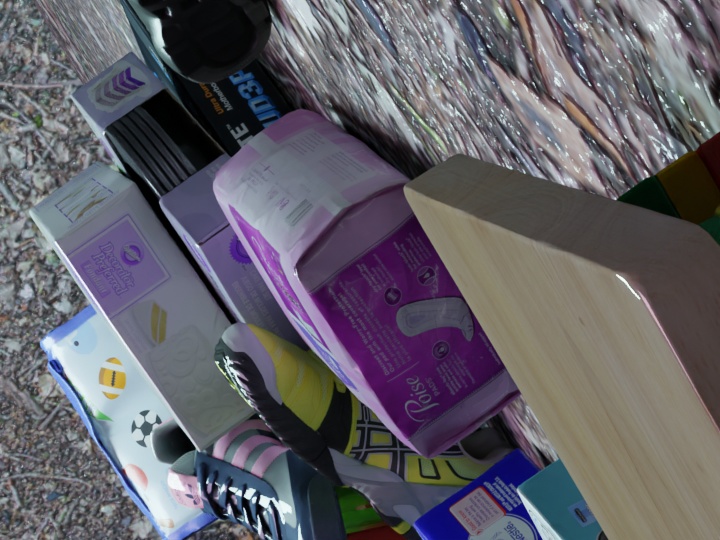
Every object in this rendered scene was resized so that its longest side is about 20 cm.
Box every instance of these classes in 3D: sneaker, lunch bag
[{"bbox_3d":[-0.064,0.129,1.301,0.200,0.082,0.070,-139,39,-66],"label":"sneaker"},{"bbox_3d":[0.002,0.076,1.214,0.200,0.076,0.075,38,-176,-36],"label":"sneaker"},{"bbox_3d":[-0.104,-0.167,1.071,0.079,0.075,0.200,56,174,31],"label":"sneaker"},{"bbox_3d":[-0.087,0.063,1.491,0.170,0.200,0.124,56,174,4],"label":"lunch bag"}]

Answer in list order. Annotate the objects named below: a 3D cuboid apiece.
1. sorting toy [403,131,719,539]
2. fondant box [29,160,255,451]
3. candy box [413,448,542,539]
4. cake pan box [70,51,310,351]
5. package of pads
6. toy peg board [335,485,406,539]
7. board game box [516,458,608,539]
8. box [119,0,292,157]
[{"bbox_3d":[0.108,0.055,0.529,0.200,0.070,0.199,59,174,-12],"label":"sorting toy"},{"bbox_3d":[-0.125,0.016,1.320,0.144,0.058,0.200,56,172,-12],"label":"fondant box"},{"bbox_3d":[0.125,0.215,1.154,0.200,0.077,0.169,60,173,-29],"label":"candy box"},{"bbox_3d":[-0.073,-0.011,1.281,0.184,0.052,0.200,45,168,46],"label":"cake pan box"},{"bbox_3d":[0.000,0.000,1.068,0.121,0.076,0.200,56,175,-19],"label":"package of pads"},{"bbox_3d":[0.041,0.210,1.364,0.200,0.098,0.200,67,-168,-60],"label":"toy peg board"},{"bbox_3d":[0.148,0.175,0.907,0.151,0.047,0.200,61,173,-31],"label":"board game box"},{"bbox_3d":[-0.065,-0.074,1.340,0.200,0.046,0.159,55,173,21],"label":"box"}]
